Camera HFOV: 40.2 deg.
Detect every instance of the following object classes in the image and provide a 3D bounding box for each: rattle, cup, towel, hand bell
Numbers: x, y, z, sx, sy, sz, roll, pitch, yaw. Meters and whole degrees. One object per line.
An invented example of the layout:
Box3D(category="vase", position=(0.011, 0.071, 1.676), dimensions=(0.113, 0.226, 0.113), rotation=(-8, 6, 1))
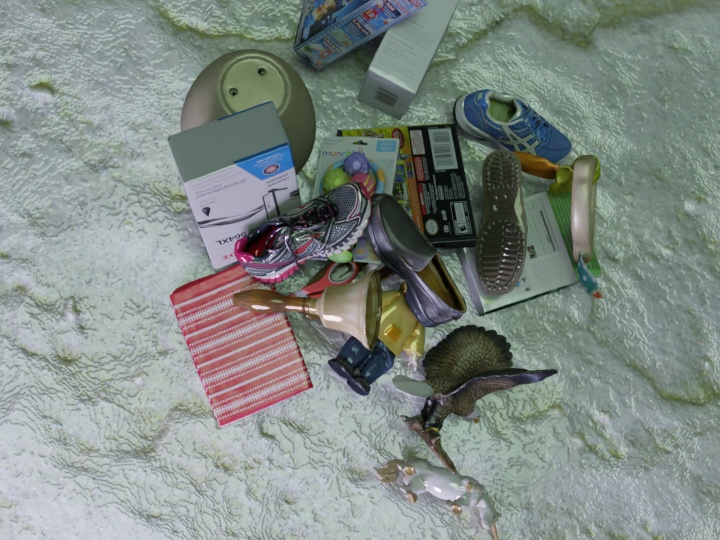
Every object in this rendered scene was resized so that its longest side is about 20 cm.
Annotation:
Box3D(category="rattle", position=(0.279, -0.063, 1.412), dimensions=(0.140, 0.130, 0.204), rotation=(1, 104, 1))
Box3D(category="cup", position=(-0.152, -0.226, 1.367), dimensions=(0.196, 0.143, 0.204), rotation=(2, 78, -9))
Box3D(category="towel", position=(-0.164, 0.093, 1.348), dimensions=(0.143, 0.022, 0.203), rotation=(-22, 83, -1))
Box3D(category="hand bell", position=(-0.077, 0.046, 1.310), dimensions=(0.196, 0.104, 0.106), rotation=(3, 77, 12))

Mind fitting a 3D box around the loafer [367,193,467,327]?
Box3D(category="loafer", position=(0.078, -0.019, 1.307), dimensions=(0.073, 0.072, 0.201), rotation=(-45, 110, -34))

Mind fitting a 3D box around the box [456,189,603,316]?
Box3D(category="box", position=(0.243, -0.031, 1.450), dimensions=(0.197, 0.036, 0.147), rotation=(-16, 81, -11))

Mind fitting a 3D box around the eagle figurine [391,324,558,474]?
Box3D(category="eagle figurine", position=(0.148, 0.158, 1.352), dimensions=(0.200, 0.151, 0.152), rotation=(-45, 75, -4))

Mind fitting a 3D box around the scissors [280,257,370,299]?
Box3D(category="scissors", position=(-0.081, 0.042, 1.359), dimensions=(0.197, 0.014, 0.074), rotation=(-22, 89, 8))

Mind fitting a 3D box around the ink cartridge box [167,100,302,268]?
Box3D(category="ink cartridge box", position=(-0.156, -0.108, 1.300), dimensions=(0.144, 0.201, 0.085), rotation=(-21, 59, -8))

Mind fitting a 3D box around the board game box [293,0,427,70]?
Box3D(category="board game box", position=(0.010, -0.409, 1.409), dimensions=(0.061, 0.197, 0.203), rotation=(32, 59, -43))

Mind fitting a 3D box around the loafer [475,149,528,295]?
Box3D(category="loafer", position=(0.205, -0.067, 1.398), dimensions=(0.074, 0.068, 0.204), rotation=(5, 92, 17))

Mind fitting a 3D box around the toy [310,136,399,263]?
Box3D(category="toy", position=(-0.015, -0.109, 1.353), dimensions=(0.113, 0.047, 0.203), rotation=(3, 65, 11))

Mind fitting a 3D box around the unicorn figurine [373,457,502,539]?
Box3D(category="unicorn figurine", position=(0.121, 0.298, 1.325), dimensions=(0.198, 0.137, 0.074), rotation=(34, 91, 13))

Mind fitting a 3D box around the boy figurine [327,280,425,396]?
Box3D(category="boy figurine", position=(0.047, 0.083, 1.374), dimensions=(0.125, 0.064, 0.200), rotation=(47, 74, -10))

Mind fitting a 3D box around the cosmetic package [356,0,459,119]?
Box3D(category="cosmetic package", position=(0.076, -0.339, 1.446), dimensions=(0.080, 0.113, 0.203), rotation=(25, 74, -4))

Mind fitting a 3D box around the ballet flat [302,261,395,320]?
Box3D(category="ballet flat", position=(0.000, 0.000, 1.387), dimensions=(0.198, 0.063, 0.069), rotation=(-33, 87, -14))

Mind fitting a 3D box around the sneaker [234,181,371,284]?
Box3D(category="sneaker", position=(-0.073, -0.050, 1.286), dimensions=(0.198, 0.075, 0.081), rotation=(-33, 59, 13))

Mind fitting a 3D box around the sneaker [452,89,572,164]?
Box3D(category="sneaker", position=(0.234, -0.208, 1.454), dimensions=(0.197, 0.077, 0.077), rotation=(18, 74, -21))

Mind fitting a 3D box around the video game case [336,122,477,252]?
Box3D(category="video game case", position=(0.064, -0.119, 1.407), dimensions=(0.177, 0.026, 0.203), rotation=(-4, 62, -6))
